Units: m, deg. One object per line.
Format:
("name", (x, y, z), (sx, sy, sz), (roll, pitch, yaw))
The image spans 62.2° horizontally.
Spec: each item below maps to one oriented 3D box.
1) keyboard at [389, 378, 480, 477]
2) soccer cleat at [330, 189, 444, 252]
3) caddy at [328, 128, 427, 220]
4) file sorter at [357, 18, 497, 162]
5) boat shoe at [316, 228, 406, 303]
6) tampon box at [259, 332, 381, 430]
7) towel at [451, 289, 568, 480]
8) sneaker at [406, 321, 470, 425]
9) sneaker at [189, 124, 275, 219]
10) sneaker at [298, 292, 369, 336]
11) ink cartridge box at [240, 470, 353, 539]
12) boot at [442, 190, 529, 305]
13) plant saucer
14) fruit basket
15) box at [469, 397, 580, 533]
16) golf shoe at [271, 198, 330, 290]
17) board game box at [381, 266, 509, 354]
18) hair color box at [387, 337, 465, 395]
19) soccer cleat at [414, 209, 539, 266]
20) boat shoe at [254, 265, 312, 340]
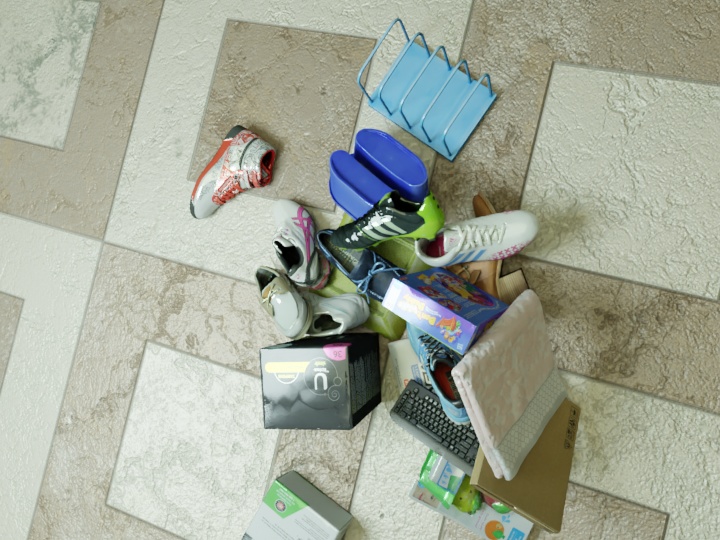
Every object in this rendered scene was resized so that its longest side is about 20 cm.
("keyboard", (0.156, 0.232, 0.933), (0.198, 0.021, 0.128), (31, 71, 19))
("soccer cleat", (0.035, -0.081, 0.937), (0.197, 0.068, 0.082), (-8, 122, 27))
("caddy", (0.032, -0.149, 1.043), (0.141, 0.105, 0.200), (-41, 68, -18))
("file sorter", (0.112, -0.313, 1.029), (0.199, 0.123, 0.140), (37, 96, 16))
("boat shoe", (0.000, 0.000, 1.009), (0.198, 0.069, 0.085), (29, 93, 17))
("tampon box", (-0.058, 0.177, 0.987), (0.147, 0.200, 0.129), (-4, 88, 15))
("towel", (0.221, 0.159, 0.847), (0.032, 0.199, 0.193), (-3, 118, 48))
("sneaker", (0.129, 0.133, 0.922), (0.078, 0.090, 0.202), (-28, 61, 2))
("sneaker", (-0.242, -0.170, 1.147), (0.107, 0.067, 0.203), (31, 91, 19))
("sneaker", (-0.083, 0.080, 1.048), (0.198, 0.080, 0.072), (-8, 105, 37))
("ink cartridge box", (-0.128, 0.483, 1.044), (0.145, 0.084, 0.202), (31, 94, 17))
("boot", (0.184, -0.019, 1.014), (0.153, 0.077, 0.203), (-22, 86, 17))
("plant saucer", (0.020, -0.005, 1.065), (0.198, 0.048, 0.203), (27, 93, 17))
("fruit basket", (0.201, 0.331, 0.959), (0.198, 0.094, 0.188), (27, 92, 14))
("box", (0.253, 0.260, 0.896), (0.162, 0.021, 0.202), (33, 59, -14))
("golf shoe", (-0.121, -0.060, 1.069), (0.072, 0.092, 0.202), (-41, 55, 21))
("board game box", (0.133, 0.052, 0.887), (0.133, 0.199, 0.045), (31, 107, 22))
("hair color box", (0.155, 0.151, 1.004), (0.197, 0.064, 0.113), (-17, 80, 13))
("soccer cleat", (0.177, -0.047, 0.932), (0.197, 0.086, 0.071), (-16, 76, 27))
("boat shoe", (-0.142, 0.053, 1.036), (0.075, 0.068, 0.200), (-54, 31, 5))
